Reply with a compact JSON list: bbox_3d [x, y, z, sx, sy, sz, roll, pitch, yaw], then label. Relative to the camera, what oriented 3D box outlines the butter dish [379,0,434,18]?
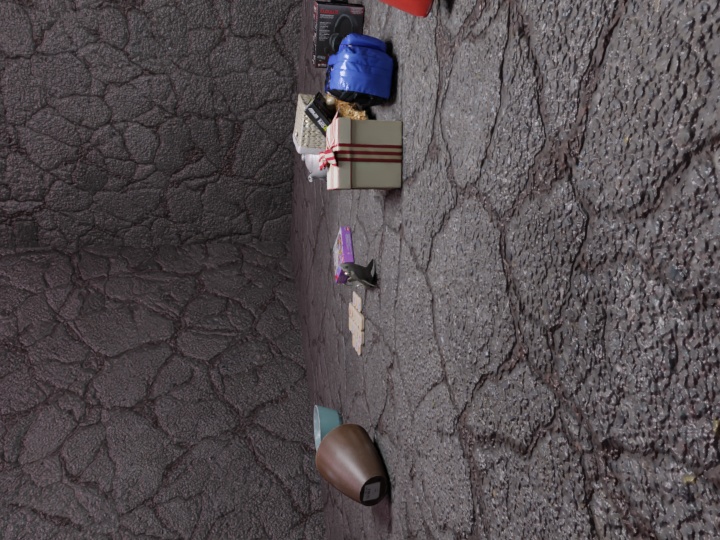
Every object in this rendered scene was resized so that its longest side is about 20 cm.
[{"bbox_3d":[0.093,-0.598,0.970,0.199,0.147,0.201,33,139,21],"label":"butter dish"}]

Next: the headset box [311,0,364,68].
[{"bbox_3d":[-0.071,-0.734,1.658,0.078,0.146,0.203,-111,24,-54],"label":"headset box"}]

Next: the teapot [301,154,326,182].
[{"bbox_3d":[-0.160,-0.448,2.111,0.200,0.143,0.201,-143,53,-75],"label":"teapot"}]

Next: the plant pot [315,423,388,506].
[{"bbox_3d":[-0.008,0.576,1.547,0.199,0.184,0.190,29,121,59],"label":"plant pot"}]

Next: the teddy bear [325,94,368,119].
[{"bbox_3d":[-0.038,-0.459,1.566,0.201,0.066,0.145,52,174,6],"label":"teddy bear"}]

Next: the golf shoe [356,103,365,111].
[{"bbox_3d":[-0.030,-0.547,1.643,0.077,0.086,0.204,-153,61,-74],"label":"golf shoe"}]

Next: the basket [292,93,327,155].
[{"bbox_3d":[-0.123,-0.492,1.818,0.199,0.196,0.163,-112,25,-58],"label":"basket"}]

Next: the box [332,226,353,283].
[{"bbox_3d":[-0.065,-0.053,1.976,0.200,0.038,0.139,116,150,-65],"label":"box"}]

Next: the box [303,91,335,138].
[{"bbox_3d":[-0.085,-0.435,1.620,0.047,0.193,0.201,-38,19,18],"label":"box"}]

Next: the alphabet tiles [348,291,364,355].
[{"bbox_3d":[-0.015,0.180,1.838,0.200,0.014,0.199,-139,48,-73],"label":"alphabet tiles"}]

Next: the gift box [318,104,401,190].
[{"bbox_3d":[-0.007,-0.297,1.341,0.184,0.183,0.204,-173,80,-77],"label":"gift box"}]

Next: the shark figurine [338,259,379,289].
[{"bbox_3d":[0.014,0.009,1.603,0.215,0.126,0.091,68,-137,-76],"label":"shark figurine"}]

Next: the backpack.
[{"bbox_3d":[-0.005,-0.506,1.359,0.200,0.159,0.171,-121,35,-67],"label":"backpack"}]

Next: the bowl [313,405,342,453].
[{"bbox_3d":[-0.133,0.660,2.238,0.201,0.103,0.205,178,90,-77],"label":"bowl"}]
